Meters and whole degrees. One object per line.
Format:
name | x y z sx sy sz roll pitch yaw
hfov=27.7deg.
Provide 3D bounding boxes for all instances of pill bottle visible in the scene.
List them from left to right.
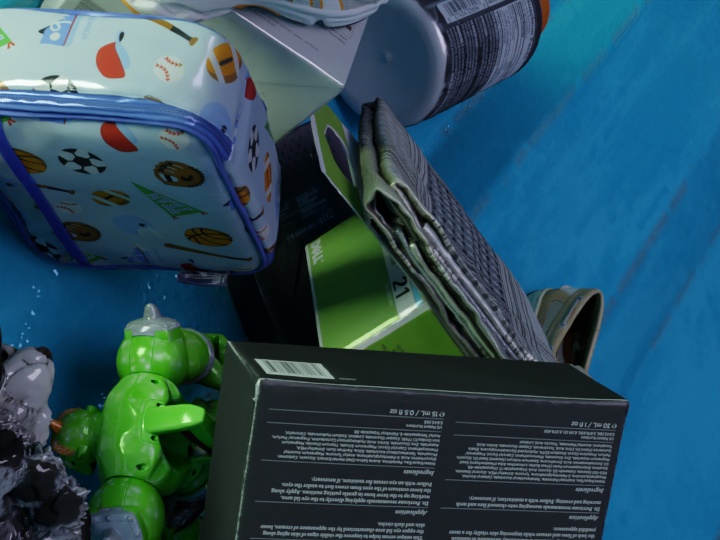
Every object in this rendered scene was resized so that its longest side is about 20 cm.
pill bottle | 0.070 -0.183 1.112 0.200 0.106 0.107 -31 104 -50

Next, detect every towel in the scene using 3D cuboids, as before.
towel | 0.062 -0.007 0.885 0.193 0.034 0.200 55 12 -19

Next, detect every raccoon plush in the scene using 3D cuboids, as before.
raccoon plush | -0.226 0.112 0.716 0.200 0.134 0.097 -32 131 -18

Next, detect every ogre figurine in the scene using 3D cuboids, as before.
ogre figurine | -0.109 0.105 0.809 0.201 0.098 0.120 -65 155 -26

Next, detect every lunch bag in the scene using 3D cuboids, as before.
lunch bag | -0.128 -0.058 0.772 0.200 0.159 0.076 78 16 -65

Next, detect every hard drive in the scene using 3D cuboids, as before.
hard drive | -0.032 0.007 0.984 0.135 0.042 0.201 -32 104 -49

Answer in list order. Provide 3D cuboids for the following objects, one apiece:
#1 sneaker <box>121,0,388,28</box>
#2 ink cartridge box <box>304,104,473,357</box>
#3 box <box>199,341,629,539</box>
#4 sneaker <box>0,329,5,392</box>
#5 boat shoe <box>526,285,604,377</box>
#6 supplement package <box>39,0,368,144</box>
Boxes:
sneaker | -0.028 -0.173 0.745 0.200 0.092 0.076 -17 81 -39
ink cartridge box | 0.000 0.000 0.883 0.200 0.076 0.148 51 13 -27
box | 0.024 0.118 0.759 0.199 0.079 0.142 5 100 -19
sneaker | -0.195 0.030 0.680 0.074 0.080 0.201 70 17 -45
boat shoe | 0.151 0.094 1.152 0.072 0.076 0.201 39 52 -37
supplement package | -0.082 -0.189 0.873 0.150 0.152 0.201 32 55 -21
